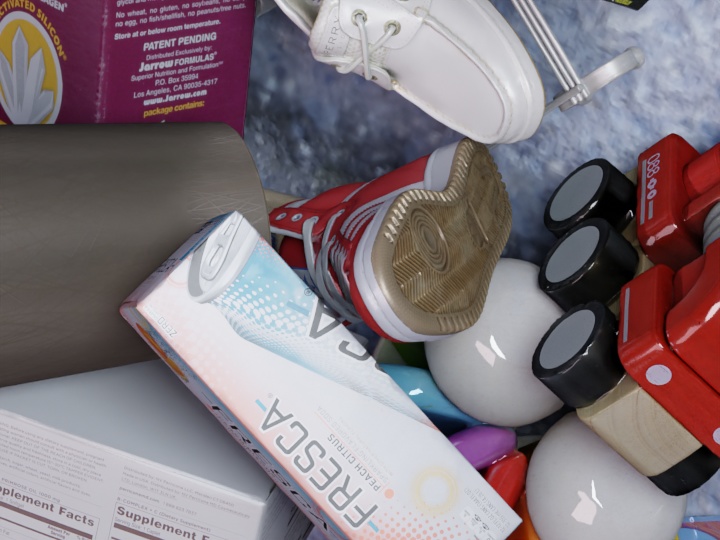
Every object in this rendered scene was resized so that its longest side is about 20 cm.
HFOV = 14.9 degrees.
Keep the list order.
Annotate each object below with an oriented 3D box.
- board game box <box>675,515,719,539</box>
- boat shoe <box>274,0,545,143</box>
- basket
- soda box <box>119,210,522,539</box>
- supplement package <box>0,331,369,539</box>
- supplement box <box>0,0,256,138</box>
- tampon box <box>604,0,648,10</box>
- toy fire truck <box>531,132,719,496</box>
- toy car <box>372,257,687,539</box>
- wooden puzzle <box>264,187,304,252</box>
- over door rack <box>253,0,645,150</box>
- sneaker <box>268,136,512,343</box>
[{"bbox_3d":[0.184,0.209,1.448,0.199,0.039,0.159,-6,104,32],"label":"board game box"},{"bbox_3d":[0.001,-0.122,1.343,0.200,0.069,0.071,41,136,19],"label":"boat shoe"},{"bbox_3d":[-0.154,-0.009,1.337,0.180,0.199,0.137,158,104,-65],"label":"basket"},{"bbox_3d":[-0.019,0.067,1.277,0.200,0.068,0.064,47,169,-8],"label":"soda box"},{"bbox_3d":[-0.103,0.096,1.436,0.155,0.200,0.111,18,115,8],"label":"supplement package"},{"bbox_3d":[-0.131,-0.140,1.452,0.131,0.103,0.201,29,122,43],"label":"supplement box"},{"bbox_3d":[0.132,-0.239,1.218,0.200,0.126,0.150,-42,73,18],"label":"tampon box"},{"bbox_3d":[0.198,-0.004,1.293,0.200,0.176,0.129,-36,115,29],"label":"toy fire truck"},{"bbox_3d":[0.055,0.100,1.390,0.200,0.150,0.175,56,161,1],"label":"toy car"},{"bbox_3d":[-0.115,0.031,1.559,0.199,0.046,0.186,17,116,25],"label":"wooden puzzle"},{"bbox_3d":[0.045,-0.128,1.401,0.200,0.067,0.148,-32,90,49],"label":"over door rack"},{"bbox_3d":[0.000,0.000,1.304,0.112,0.200,0.072,-21,100,20],"label":"sneaker"}]
